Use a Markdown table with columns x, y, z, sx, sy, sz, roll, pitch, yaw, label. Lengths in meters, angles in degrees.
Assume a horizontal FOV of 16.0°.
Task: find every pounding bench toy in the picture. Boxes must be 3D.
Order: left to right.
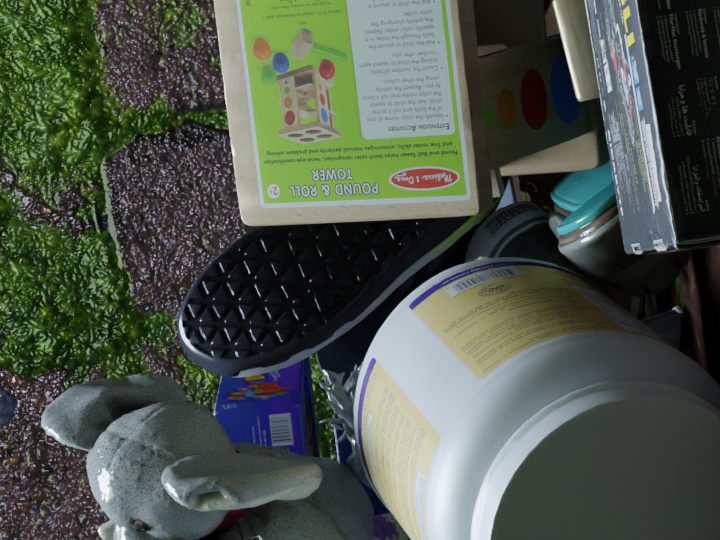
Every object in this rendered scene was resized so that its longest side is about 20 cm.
| x | y | z | sx | sy | sz | roll | pitch | yaw | label |
| --- | --- | --- | --- | --- | --- | --- | --- | --- | --- |
| 0.062 | -0.098 | 1.171 | 0.156 | 0.200 | 0.124 | -20 | -75 | -58 | pounding bench toy |

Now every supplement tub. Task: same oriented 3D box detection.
| x | y | z | sx | sy | sz | roll | pitch | yaw | label |
| --- | --- | --- | --- | --- | --- | --- | --- | --- | --- |
| 0.086 | 0.084 | 1.118 | 0.200 | 0.145 | 0.146 | -133 | 32 | -70 | supplement tub |

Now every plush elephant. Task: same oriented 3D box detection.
| x | y | z | sx | sy | sz | roll | pitch | yaw | label |
| --- | --- | --- | --- | --- | --- | --- | --- | --- | --- |
| -0.072 | 0.126 | 1.221 | 0.165 | 0.155 | 0.200 | 18 | 92 | 57 | plush elephant |

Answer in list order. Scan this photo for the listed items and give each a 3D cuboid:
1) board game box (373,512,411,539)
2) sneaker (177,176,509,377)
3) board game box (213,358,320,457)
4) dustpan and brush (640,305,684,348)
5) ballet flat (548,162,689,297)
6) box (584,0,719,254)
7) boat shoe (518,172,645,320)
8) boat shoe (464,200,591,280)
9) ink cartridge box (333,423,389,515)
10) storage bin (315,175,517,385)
| x | y | z | sx | sy | sz | roll | pitch | yaw | label |
| --- | --- | --- | --- | --- | --- | --- | --- | --- | --- |
| 0.078 | 0.137 | 1.345 | 0.120 | 0.200 | 0.032 | 76 | 180 | -67 | board game box |
| 0.000 | 0.000 | 1.314 | 0.072 | 0.200 | 0.083 | 54 | 169 | 22 | sneaker |
| -0.042 | 0.149 | 1.385 | 0.134 | 0.045 | 0.200 | -87 | -9 | -76 | board game box |
| 0.095 | 0.079 | 1.333 | 0.200 | 0.139 | 0.057 | 82 | 168 | -51 | dustpan and brush |
| 0.129 | -0.019 | 1.212 | 0.064 | 0.067 | 0.200 | 53 | -176 | -5 | ballet flat |
| 0.110 | -0.106 | 0.925 | 0.160 | 0.049 | 0.200 | 135 | 126 | -88 | box |
| 0.113 | -0.059 | 1.356 | 0.072 | 0.067 | 0.200 | -97 | -2 | -67 | boat shoe |
| 0.094 | 0.042 | 1.367 | 0.057 | 0.069 | 0.200 | 48 | 164 | 32 | boat shoe |
| 0.092 | 0.167 | 1.445 | 0.041 | 0.200 | 0.200 | 124 | 146 | -45 | ink cartridge box |
| 0.017 | -0.048 | 1.442 | 0.134 | 0.145 | 0.200 | -88 | -12 | -55 | storage bin |
